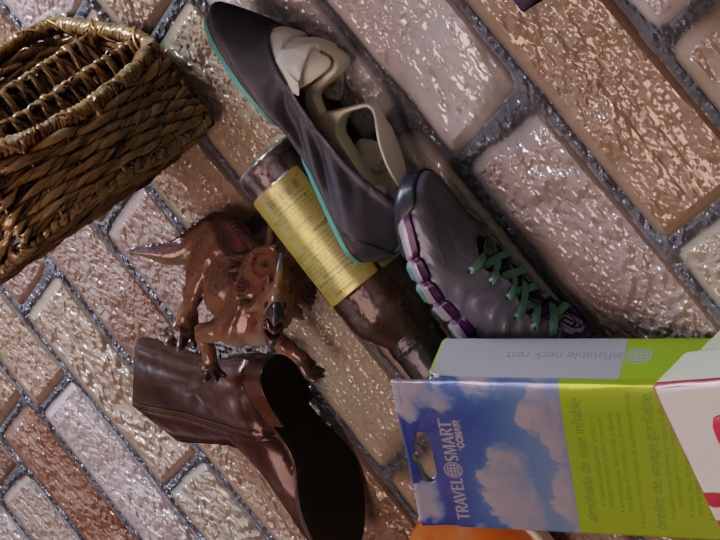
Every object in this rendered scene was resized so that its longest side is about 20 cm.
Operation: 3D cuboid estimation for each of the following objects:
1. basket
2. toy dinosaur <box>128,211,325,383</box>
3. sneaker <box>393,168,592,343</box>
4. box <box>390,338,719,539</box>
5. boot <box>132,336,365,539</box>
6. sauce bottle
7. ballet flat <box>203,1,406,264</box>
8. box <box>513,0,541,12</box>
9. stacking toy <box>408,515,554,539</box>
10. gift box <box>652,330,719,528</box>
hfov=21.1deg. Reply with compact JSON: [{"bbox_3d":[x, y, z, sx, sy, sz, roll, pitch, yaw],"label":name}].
[{"bbox_3d":[-0.221,-0.101,1.333,0.150,0.200,0.143,55,146,-3],"label":"basket"},{"bbox_3d":[-0.087,0.003,1.377,0.200,0.085,0.137,41,139,38],"label":"toy dinosaur"},{"bbox_3d":[0.096,0.016,1.206,0.087,0.075,0.201,-14,116,33],"label":"sneaker"},{"bbox_3d":[0.127,0.103,1.181,0.198,0.048,0.123,0,123,19],"label":"box"},{"bbox_3d":[-0.095,0.138,1.518,0.199,0.064,0.188,0,115,49],"label":"boot"},{"bbox_3d":[0.000,0.000,1.287,0.201,0.065,0.065,54,145,1],"label":"sauce bottle"},{"bbox_3d":[-0.022,-0.101,1.235,0.201,0.073,0.073,58,145,4],"label":"ballet flat"},{"bbox_3d":[0.111,-0.241,0.948,0.142,0.079,0.200,54,145,2],"label":"box"},{"bbox_3d":[0.046,0.258,1.337,0.145,0.200,0.147,29,139,29],"label":"stacking toy"},{"bbox_3d":[0.274,0.076,0.937,0.199,0.186,0.186,-17,107,54],"label":"gift box"}]
